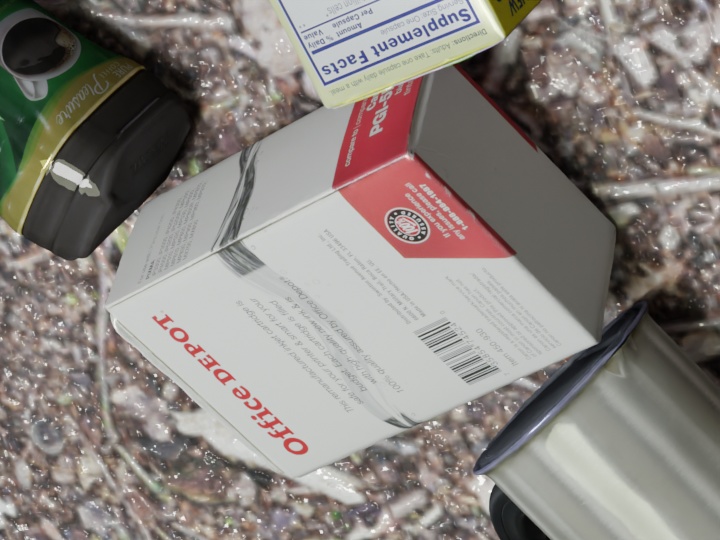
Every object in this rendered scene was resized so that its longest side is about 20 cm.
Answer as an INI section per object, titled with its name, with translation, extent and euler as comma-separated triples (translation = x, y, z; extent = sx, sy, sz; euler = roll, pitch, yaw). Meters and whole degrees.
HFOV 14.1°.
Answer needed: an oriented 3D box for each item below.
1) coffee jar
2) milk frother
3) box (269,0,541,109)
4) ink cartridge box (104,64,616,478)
[coffee jar]
translation = -0.188, -0.094, 1.460
extent = 0.200, 0.104, 0.085
euler = 35, 132, 7
[milk frother]
translation = 0.124, 0.157, 1.382
extent = 0.188, 0.200, 0.181
euler = 45, 130, -1
[box]
translation = 0.012, -0.202, 1.260
extent = 0.096, 0.176, 0.200
euler = -19, 106, 33
[ink cartridge box]
translation = 0.000, 0.000, 1.405
extent = 0.200, 0.083, 0.147
euler = -25, 124, 34
